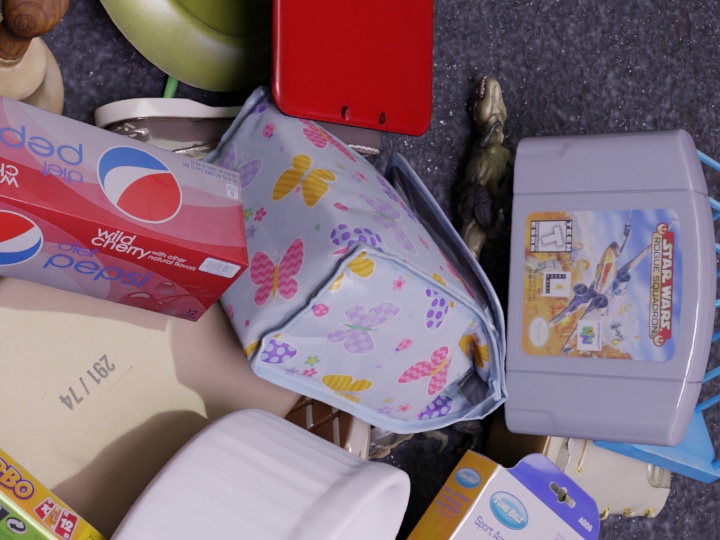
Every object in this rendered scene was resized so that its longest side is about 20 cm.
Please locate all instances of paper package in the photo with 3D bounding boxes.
[{"bbox_3d":[-0.166,0.084,0.734,0.191,0.103,0.200,45,64,-13],"label":"paper package"}]

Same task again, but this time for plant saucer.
[{"bbox_3d":[-0.103,-0.221,0.818,0.200,0.031,0.201,17,67,-46],"label":"plant saucer"}]

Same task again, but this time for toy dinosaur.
[{"bbox_3d":[0.096,-0.052,0.893,0.047,0.088,0.201,29,68,-31],"label":"toy dinosaur"},{"bbox_3d":[0.078,0.086,0.875,0.200,0.047,0.088,-43,132,-11],"label":"toy dinosaur"}]

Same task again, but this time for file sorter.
[{"bbox_3d":[0.230,0.026,0.875,0.139,0.123,0.200,21,46,-38],"label":"file sorter"}]

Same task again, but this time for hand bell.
[{"bbox_3d":[-0.199,-0.132,0.700,0.104,0.200,0.104,5,80,-26],"label":"hand bell"}]

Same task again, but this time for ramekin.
[{"bbox_3d":[-0.065,0.171,0.652,0.098,0.201,0.201,29,65,16],"label":"ramekin"}]

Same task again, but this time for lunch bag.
[{"bbox_3d":[0.000,0.000,0.770,0.127,0.170,0.200,-44,136,13],"label":"lunch bag"}]

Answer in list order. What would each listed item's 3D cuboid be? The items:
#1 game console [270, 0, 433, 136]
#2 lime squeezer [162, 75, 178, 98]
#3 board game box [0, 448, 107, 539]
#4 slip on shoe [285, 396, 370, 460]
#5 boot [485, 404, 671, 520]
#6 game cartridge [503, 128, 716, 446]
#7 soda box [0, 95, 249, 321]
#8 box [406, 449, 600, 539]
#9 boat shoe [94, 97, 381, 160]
[{"bbox_3d":[-0.036,-0.186,0.802,0.200,0.172,0.119,-2,124,-61],"label":"game console"},{"bbox_3d":[-0.138,-0.216,0.837,0.070,0.038,0.201,-22,92,-28],"label":"lime squeezer"},{"bbox_3d":[-0.221,0.157,0.651,0.096,0.200,0.030,44,36,-11],"label":"board game box"},{"bbox_3d":[-0.023,0.149,0.814,0.061,0.076,0.201,51,31,-56],"label":"slip on shoe"},{"bbox_3d":[0.149,0.174,0.892,0.154,0.072,0.201,18,92,-38],"label":"boot"},{"bbox_3d":[0.160,0.010,0.790,0.041,0.133,0.201,7,84,-52],"label":"game cartridge"},{"bbox_3d":[-0.160,-0.036,0.638,0.200,0.063,0.070,16,48,-33],"label":"soda box"},{"bbox_3d":[0.071,0.211,0.780,0.119,0.041,0.200,43,75,-29],"label":"box"},{"bbox_3d":[-0.077,-0.080,0.826,0.199,0.072,0.060,-2,82,-22],"label":"boat shoe"}]
